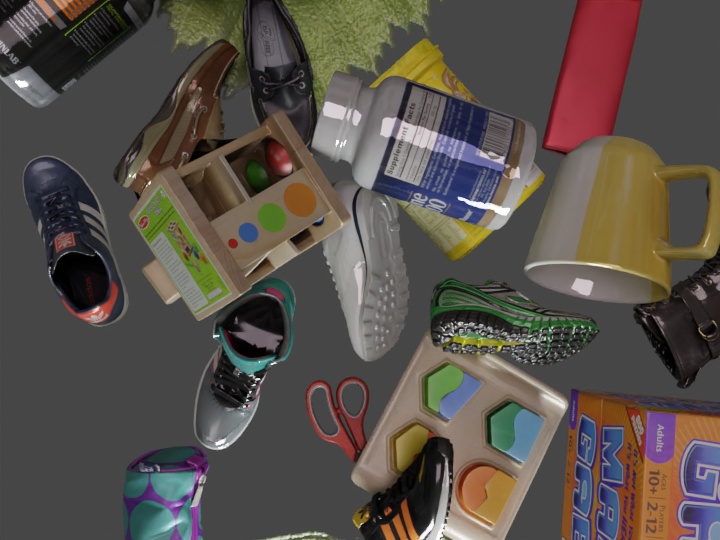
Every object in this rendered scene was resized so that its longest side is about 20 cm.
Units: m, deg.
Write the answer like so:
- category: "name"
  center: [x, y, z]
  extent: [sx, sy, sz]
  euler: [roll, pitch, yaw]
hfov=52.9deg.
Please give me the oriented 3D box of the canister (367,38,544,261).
- category: "canister"
  center: [0.086, -0.128, 0.797]
  extent: [0.148, 0.087, 0.200]
  euler: [-43, 91, -4]

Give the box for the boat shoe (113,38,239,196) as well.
- category: "boat shoe"
  center: [-0.187, -0.159, 0.791]
  extent: [0.074, 0.076, 0.201]
  euler: [35, 72, -18]

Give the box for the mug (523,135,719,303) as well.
- category: "mug"
  center: [0.280, -0.055, 0.771]
  extent: [0.186, 0.149, 0.154]
  euler: [8, 76, 23]

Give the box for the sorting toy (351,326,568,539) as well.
- category: "sorting toy"
  center: [0.113, 0.187, 0.798]
  extent: [0.184, 0.036, 0.201]
  euler: [30, 84, -3]

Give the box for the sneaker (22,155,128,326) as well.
- category: "sneaker"
  center: [-0.310, -0.036, 0.774]
  extent: [0.075, 0.085, 0.201]
  euler: [-27, 88, -4]

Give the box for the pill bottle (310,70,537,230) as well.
- category: "pill bottle"
  center: [0.058, -0.120, 0.698]
  extent: [0.199, 0.111, 0.112]
  euler: [18, 86, -3]

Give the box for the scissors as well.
- category: "scissors"
  center: [-0.003, 0.214, 0.810]
  extent: [0.073, 0.014, 0.201]
  euler: [-18, 89, -6]

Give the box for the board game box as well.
- category: "board game box"
  center: [0.334, 0.236, 0.729]
  extent: [0.199, 0.200, 0.201]
  euler: [5, 86, -2]

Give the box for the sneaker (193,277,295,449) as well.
- category: "sneaker"
  center: [-0.124, 0.100, 0.756]
  extent: [0.083, 0.121, 0.201]
  euler: [22, 86, -1]

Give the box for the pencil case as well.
- category: "pencil case"
  center: [-0.200, 0.293, 0.759]
  extent: [0.092, 0.085, 0.201]
  euler: [-4, 87, 24]

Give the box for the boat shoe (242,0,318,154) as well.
- category: "boat shoe"
  center: [-0.090, -0.222, 0.798]
  extent: [0.074, 0.066, 0.201]
  euler: [-8, 82, -4]

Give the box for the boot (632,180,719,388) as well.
- category: "boot"
  center: [0.384, 0.011, 0.810]
  extent: [0.173, 0.069, 0.201]
  euler: [-25, 90, -4]

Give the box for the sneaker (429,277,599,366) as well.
- category: "sneaker"
  center: [0.172, 0.047, 0.795]
  extent: [0.199, 0.078, 0.086]
  euler: [11, 50, -15]

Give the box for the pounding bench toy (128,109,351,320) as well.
- category: "pounding bench toy"
  center: [-0.128, -0.046, 0.728]
  extent: [0.156, 0.200, 0.125]
  euler: [-36, 95, -32]

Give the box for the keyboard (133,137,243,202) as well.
- category: "keyboard"
  center: [-0.155, -0.097, 0.818]
  extent: [0.199, 0.040, 0.105]
  euler: [-5, 64, -2]

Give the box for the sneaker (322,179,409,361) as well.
- category: "sneaker"
  center: [0.000, 0.000, 0.798]
  extent: [0.080, 0.076, 0.201]
  euler: [6, 103, 38]

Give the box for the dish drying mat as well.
- category: "dish drying mat"
  center: [0.271, -0.229, 0.845]
  extent: [0.076, 0.018, 0.201]
  euler: [15, 87, -1]

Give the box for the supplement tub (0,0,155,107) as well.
- category: "supplement tub"
  center: [-0.310, -0.280, 0.770]
  extent: [0.200, 0.123, 0.123]
  euler: [-41, 89, -5]

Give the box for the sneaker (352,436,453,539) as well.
- category: "sneaker"
  center: [0.038, 0.253, 0.749]
  extent: [0.089, 0.070, 0.201]
  euler: [12, 117, 2]
